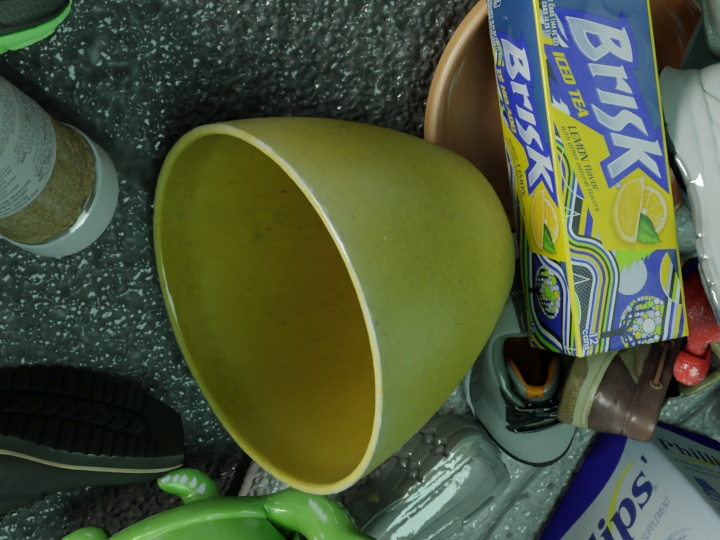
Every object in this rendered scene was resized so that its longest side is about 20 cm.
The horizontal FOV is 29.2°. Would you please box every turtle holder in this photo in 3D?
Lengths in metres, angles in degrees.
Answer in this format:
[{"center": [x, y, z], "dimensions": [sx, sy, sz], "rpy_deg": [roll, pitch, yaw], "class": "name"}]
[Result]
[{"center": [-0.079, 0.205, 0.815], "dimensions": [0.185, 0.132, 0.141], "rpy_deg": [-14, 142, -13], "class": "turtle holder"}]

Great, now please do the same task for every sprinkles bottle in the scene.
[{"center": [-0.182, -0.061, 0.642], "dimensions": [0.068, 0.068, 0.200], "rpy_deg": [-40, 161, 2], "class": "sprinkles bottle"}]

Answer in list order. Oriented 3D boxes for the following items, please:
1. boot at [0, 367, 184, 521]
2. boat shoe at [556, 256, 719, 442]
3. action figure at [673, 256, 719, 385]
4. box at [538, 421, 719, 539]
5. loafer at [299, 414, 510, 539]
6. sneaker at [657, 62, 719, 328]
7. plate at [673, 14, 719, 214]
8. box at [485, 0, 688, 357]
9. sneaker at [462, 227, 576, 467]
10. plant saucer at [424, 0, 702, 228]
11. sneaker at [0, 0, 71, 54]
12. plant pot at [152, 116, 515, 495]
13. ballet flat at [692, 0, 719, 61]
[{"center": [-0.209, 0.131, 0.797], "dimensions": [0.199, 0.078, 0.139], "rpy_deg": [8, 119, -12], "class": "boot"}, {"center": [0.192, 0.051, 0.847], "dimensions": [0.200, 0.072, 0.072], "rpy_deg": [-29, 134, -54], "class": "boat shoe"}, {"center": [0.232, -0.022, 0.800], "dimensions": [0.099, 0.065, 0.201], "rpy_deg": [32, 82, -58], "class": "action figure"}, {"center": [0.208, 0.226, 0.919], "dimensions": [0.105, 0.200, 0.185], "rpy_deg": [19, 107, -26], "class": "box"}, {"center": [0.013, 0.180, 0.899], "dimensions": [0.200, 0.070, 0.070], "rpy_deg": [-39, 116, 2], "class": "loafer"}, {"center": [0.214, -0.027, 0.720], "dimensions": [0.087, 0.201, 0.074], "rpy_deg": [-16, 163, 14], "class": "sneaker"}, {"center": [0.269, -0.110, 0.849], "dimensions": [0.199, 0.026, 0.201], "rpy_deg": [-16, 120, -29], "class": "plate"}, {"center": [0.120, -0.060, 0.737], "dimensions": [0.070, 0.064, 0.201], "rpy_deg": [-9, 94, -17], "class": "box"}, {"center": [0.101, 0.066, 0.853], "dimensions": [0.074, 0.080, 0.201], "rpy_deg": [-15, 137, 2], "class": "sneaker"}, {"center": [0.128, -0.097, 0.823], "dimensions": [0.199, 0.037, 0.201], "rpy_deg": [-9, 119, -17], "class": "plant saucer"}, {"center": [-0.227, -0.153, 0.636], "dimensions": [0.199, 0.077, 0.084], "rpy_deg": [11, 115, -26], "class": "sneaker"}, {"center": [0.000, 0.000, 0.750], "dimensions": [0.142, 0.200, 0.201], "rpy_deg": [-23, 124, -33], "class": "plant pot"}, {"center": [0.193, -0.212, 0.762], "dimensions": [0.067, 0.064, 0.201], "rpy_deg": [-10, 87, -36], "class": "ballet flat"}]
